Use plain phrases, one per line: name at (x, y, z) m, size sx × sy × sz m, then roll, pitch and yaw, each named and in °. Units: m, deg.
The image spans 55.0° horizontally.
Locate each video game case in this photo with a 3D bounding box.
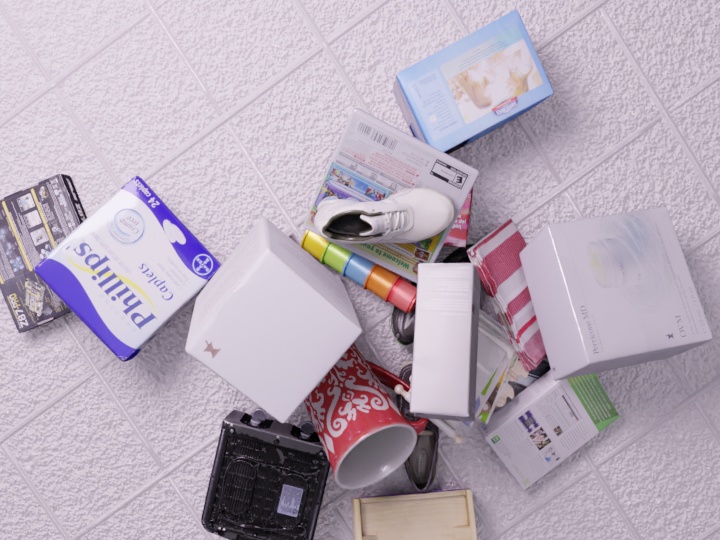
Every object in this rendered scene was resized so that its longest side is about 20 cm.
video game case at (0.041, -0.102, 0.981) m, size 0.196 × 0.022 × 0.185 m, roll 25°, pitch 106°, yaw -7°

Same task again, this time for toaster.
toaster at (-0.140, 0.330, 1.072) m, size 0.176 × 0.119 × 0.205 m, roll 13°, pitch 94°, yaw 0°

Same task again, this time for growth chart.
growth chart at (0.162, 0.152, 1.021) m, size 0.145 × 0.018 × 0.200 m, roll 44°, pitch 70°, yaw 1°

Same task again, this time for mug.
mug at (-0.007, 0.201, 1.033) m, size 0.134 × 0.176 × 0.201 m, roll -49°, pitch 49°, yaw 16°

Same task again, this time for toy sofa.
toy sofa at (0.085, 0.398, 1.101) m, size 0.194 × 0.098 × 0.085 m, roll -5°, pitch 74°, yaw 1°

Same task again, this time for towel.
towel at (0.246, 0.032, 1.056) m, size 0.023 × 0.143 × 0.203 m, roll -25°, pitch 95°, yaw 44°

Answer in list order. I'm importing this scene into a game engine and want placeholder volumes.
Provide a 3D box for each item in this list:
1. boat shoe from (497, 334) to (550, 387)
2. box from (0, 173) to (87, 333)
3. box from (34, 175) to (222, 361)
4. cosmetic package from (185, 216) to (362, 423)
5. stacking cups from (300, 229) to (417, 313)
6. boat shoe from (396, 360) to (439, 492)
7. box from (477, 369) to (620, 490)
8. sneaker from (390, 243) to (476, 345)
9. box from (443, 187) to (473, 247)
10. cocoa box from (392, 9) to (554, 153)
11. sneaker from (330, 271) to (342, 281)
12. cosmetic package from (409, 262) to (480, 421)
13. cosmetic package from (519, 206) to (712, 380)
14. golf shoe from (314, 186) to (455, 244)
boat shoe at (0.211, 0.126, 1.083) m, size 0.195 × 0.072 × 0.069 m, roll 19°, pitch 94°, yaw -4°
box at (-0.496, -0.026, 1.084) m, size 0.158 × 0.049 × 0.204 m, roll -23°, pitch 94°, yaw -1°
box at (-0.338, 0.000, 1.030) m, size 0.200 × 0.105 × 0.184 m, roll -45°, pitch 98°, yaw -12°
cosmetic package at (-0.120, 0.058, 0.944) m, size 0.166 × 0.200 × 0.168 m, roll 40°, pitch 97°, yaw -17°
stacking cups at (0.000, 0.000, 1.058) m, size 0.198 × 0.060 × 0.061 m, roll 36°, pitch 93°, yaw 11°
boat shoe at (0.094, 0.248, 1.093) m, size 0.070 × 0.065 × 0.206 m, roll -3°, pitch 93°, yaw 2°
box at (0.296, 0.236, 1.082) m, size 0.198 × 0.036 × 0.145 m, roll -37°, pitch 118°, yaw 3°
sneaker at (0.120, 0.033, 1.070) m, size 0.077 × 0.084 × 0.200 m, roll 43°, pitch 93°, yaw -2°
box at (0.066, -0.096, 1.053) m, size 0.194 × 0.100 × 0.098 m, roll 7°, pitch 95°, yaw 0°
cocoa box at (0.161, -0.266, 1.027) m, size 0.197 × 0.131 × 0.136 m, roll -27°, pitch 93°, yaw 2°
sneaker at (-0.128, 0.046, 1.077) m, size 0.194 × 0.078 × 0.102 m, roll 5°, pitch 97°, yaw 1°
cosmetic package at (0.119, 0.100, 0.948) m, size 0.088 × 0.107 × 0.206 m, roll -2°, pitch 77°, yaw 14°
cosmetic package at (0.362, 0.034, 1.004) m, size 0.195 × 0.123 × 0.204 m, roll -9°, pitch 72°, yaw -10°
golf shoe at (0.034, -0.062, 0.932) m, size 0.194 × 0.097 × 0.080 m, roll -7°, pitch 107°, yaw 2°
